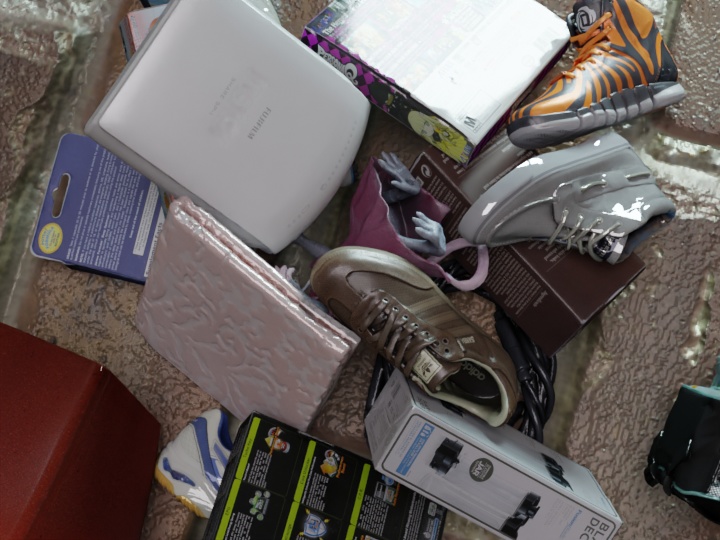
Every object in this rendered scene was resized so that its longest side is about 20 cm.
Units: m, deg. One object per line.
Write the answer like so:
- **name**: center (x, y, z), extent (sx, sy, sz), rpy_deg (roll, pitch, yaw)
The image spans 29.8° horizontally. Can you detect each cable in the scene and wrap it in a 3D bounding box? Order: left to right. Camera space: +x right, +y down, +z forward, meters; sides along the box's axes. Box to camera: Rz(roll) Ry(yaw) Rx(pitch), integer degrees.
- **cable**: center (0.094, 0.085, 1.182), extent (0.162, 0.051, 0.202), rpy_deg (14, 81, 6)

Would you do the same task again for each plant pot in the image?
- **plant pot**: center (-0.277, 0.157, 1.109), extent (0.199, 0.200, 0.177), rpy_deg (20, 69, 23)

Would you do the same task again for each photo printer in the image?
- **photo printer**: center (-0.099, -0.123, 1.105), extent (0.199, 0.069, 0.167), rpy_deg (36, 81, -17)

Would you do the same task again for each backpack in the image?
- **backpack**: center (0.354, 0.154, 1.093), extent (0.199, 0.176, 0.154), rpy_deg (28, 86, 4)

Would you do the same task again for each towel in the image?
- **towel**: center (-0.102, 0.051, 1.134), extent (0.191, 0.200, 0.032), rpy_deg (39, 54, 7)

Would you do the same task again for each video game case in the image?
- **video game case**: center (0.071, -0.203, 1.192), extent (0.181, 0.036, 0.200), rpy_deg (35, 51, 8)

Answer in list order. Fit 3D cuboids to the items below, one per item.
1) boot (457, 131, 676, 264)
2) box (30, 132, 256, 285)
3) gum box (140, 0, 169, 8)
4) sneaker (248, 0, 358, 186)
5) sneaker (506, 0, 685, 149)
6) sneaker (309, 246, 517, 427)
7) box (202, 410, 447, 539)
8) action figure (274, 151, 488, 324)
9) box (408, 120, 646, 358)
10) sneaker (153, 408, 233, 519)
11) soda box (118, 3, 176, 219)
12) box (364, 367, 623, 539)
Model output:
- **boot**: center (0.177, -0.044, 1.103), extent (0.199, 0.074, 0.096), rpy_deg (-26, 66, -33)
- **box**: center (-0.189, -0.047, 1.230), extent (0.198, 0.032, 0.122), rpy_deg (13, 81, 4)
- **gum box**: center (-0.150, -0.342, 1.211), extent (0.044, 0.170, 0.202), rpy_deg (22, 81, 6)
- **sneaker**: center (-0.070, -0.154, 1.186), extent (0.072, 0.072, 0.201), rpy_deg (-35, 99, -10)
- **sneaker**: center (0.191, -0.176, 1.177), extent (0.199, 0.077, 0.113), rpy_deg (-20, 90, -37)
- **sneaker**: center (0.049, 0.052, 1.069), extent (0.199, 0.076, 0.071), rpy_deg (32, 110, -18)
- **box**: center (-0.036, 0.241, 1.100), extent (0.192, 0.048, 0.201), rpy_deg (22, 56, -11)
- **action figure**: center (0.000, 0.000, 1.169), extent (0.148, 0.134, 0.200), rpy_deg (29, 123, -13)
- **box**: center (0.138, -0.036, 1.173), extent (0.100, 0.075, 0.200), rpy_deg (-35, 76, -34)
- **sneaker**: center (-0.082, 0.200, 1.160), extent (0.200, 0.075, 0.088), rpy_deg (39, 84, 8)
- **soda box**: center (-0.152, -0.124, 1.162), extent (0.063, 0.068, 0.202), rpy_deg (-14, 96, -16)
- **box**: center (0.105, 0.162, 1.102), extent (0.199, 0.117, 0.060), rpy_deg (29, 100, -12)
